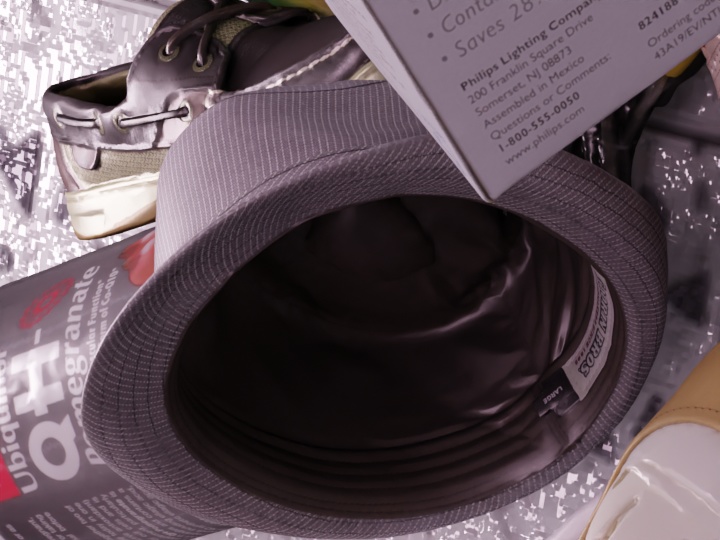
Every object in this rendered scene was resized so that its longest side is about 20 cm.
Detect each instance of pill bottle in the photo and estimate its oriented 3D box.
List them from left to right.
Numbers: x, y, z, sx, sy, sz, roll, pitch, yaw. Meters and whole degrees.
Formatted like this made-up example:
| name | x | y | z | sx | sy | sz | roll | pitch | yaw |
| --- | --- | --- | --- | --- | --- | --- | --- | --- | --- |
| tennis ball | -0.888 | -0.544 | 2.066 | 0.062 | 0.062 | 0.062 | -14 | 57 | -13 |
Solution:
| name | x | y | z | sx | sy | sz | roll | pitch | yaw |
| --- | --- | --- | --- | --- | --- | --- | --- | --- | --- |
| pill bottle | -0.087 | 0.048 | 1.044 | 0.199 | 0.111 | 0.111 | -20 | 82 | 37 |

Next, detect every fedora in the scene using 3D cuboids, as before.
| name | x | y | z | sx | sy | sz | roll | pitch | yaw |
| --- | --- | --- | --- | --- | --- | --- | --- | --- | --- |
| fedora | 0.000 | 0.000 | 0.906 | 0.177 | 0.199 | 0.091 | -50 | 42 | 29 |

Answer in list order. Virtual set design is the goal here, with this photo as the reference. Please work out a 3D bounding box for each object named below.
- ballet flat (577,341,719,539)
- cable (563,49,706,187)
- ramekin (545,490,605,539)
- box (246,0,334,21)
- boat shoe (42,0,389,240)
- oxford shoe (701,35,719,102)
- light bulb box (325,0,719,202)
| name | x | y | z | sx | sy | sz | roll | pitch | yaw |
| --- | --- | --- | --- | --- | --- | --- | --- | --- | --- |
| ballet flat | 0.082 | 0.101 | 0.824 | 0.069 | 0.063 | 0.201 | 37 | 115 | 29 |
| cable | 0.078 | -0.061 | 0.944 | 0.097 | 0.050 | 0.201 | 40 | 117 | 33 |
| ramekin | 0.143 | 0.151 | 0.883 | 0.200 | 0.098 | 0.201 | 4 | 97 | 37 |
| box | -0.005 | -0.129 | 0.915 | 0.200 | 0.144 | 0.036 | -5 | 60 | 57 |
| boat shoe | -0.051 | -0.062 | 0.995 | 0.200 | 0.073 | 0.065 | -22 | 102 | 47 |
| oxford shoe | 0.109 | -0.082 | 0.827 | 0.071 | 0.073 | 0.201 | 119 | 156 | -62 |
| light bulb box | 0.046 | -0.164 | 0.718 | 0.198 | 0.200 | 0.125 | -36 | 41 | -2 |
